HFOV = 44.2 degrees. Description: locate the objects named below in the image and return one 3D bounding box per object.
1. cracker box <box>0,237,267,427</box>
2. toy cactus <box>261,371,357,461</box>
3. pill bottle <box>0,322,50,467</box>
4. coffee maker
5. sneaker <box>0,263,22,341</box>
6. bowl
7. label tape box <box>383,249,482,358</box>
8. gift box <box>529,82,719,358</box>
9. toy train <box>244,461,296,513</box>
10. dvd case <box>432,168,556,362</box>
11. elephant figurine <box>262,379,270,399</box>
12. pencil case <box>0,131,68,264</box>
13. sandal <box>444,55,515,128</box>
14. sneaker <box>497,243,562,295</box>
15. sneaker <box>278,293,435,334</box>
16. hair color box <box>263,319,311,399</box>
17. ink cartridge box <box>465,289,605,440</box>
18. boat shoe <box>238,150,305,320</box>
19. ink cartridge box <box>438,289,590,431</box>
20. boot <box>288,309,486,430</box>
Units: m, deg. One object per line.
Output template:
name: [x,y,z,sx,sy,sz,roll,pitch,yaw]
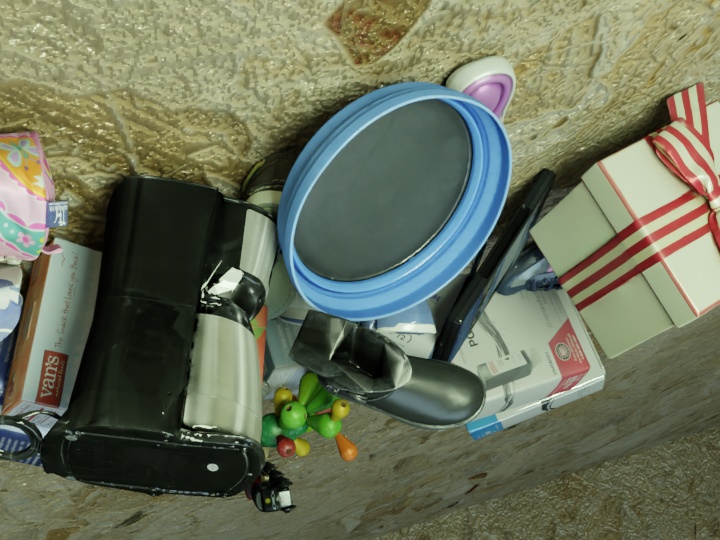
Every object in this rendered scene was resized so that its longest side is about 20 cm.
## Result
cracker box: [-0.177,0.071,0.729,0.198,0.136,0.057,21,147,-32]
toy cactus: [-0.084,0.179,0.947,0.164,0.103,0.200,-31,-179,-4]
pill bottle: [-0.271,0.109,0.756,0.198,0.112,0.111,19,140,-23]
coffee maker: [-0.151,0.039,0.625,0.191,0.202,0.134,24,139,-32]
sneaker: [-0.280,0.056,0.604,0.080,0.117,0.198,-11,-170,-38]
bowl: [0.026,-0.052,0.682,0.199,0.039,0.202,-22,136,-22]
label tape box: [0.067,0.047,0.951,0.202,0.065,0.143,-66,172,3]
gift box: [0.304,-0.051,0.862,0.199,0.185,0.187,-32,171,-21]
toy train: [-0.105,0.236,0.965,0.045,0.035,0.200,-7,176,-13]
dvd case: [0.134,0.005,0.908,0.201,0.017,0.143,-54,166,-25]
elephant figurine: [-0.160,0.102,0.894,0.201,0.141,0.155,-54,-179,37]
pencil case: [-0.286,-0.038,0.540,0.198,0.088,0.088,-7,153,-27]
sandal: [0.095,-0.101,0.757,0.081,0.050,0.203,-19,156,-3]
sneaker: [0.256,-0.001,1.064,0.198,0.083,0.070,-24,157,8]
sneaker: [0.000,0.000,0.848,0.080,0.117,0.198,10,173,-39]
hair color box: [-0.031,0.094,1.061,0.198,0.061,0.099,-7,153,-27]
ink cartridge box: [0.219,0.128,1.228,0.198,0.146,0.084,-22,158,5]
boat shoe: [-0.081,-0.022,0.765,0.071,0.061,0.202,13,147,-11]
ink cartridge box: [0.166,0.100,1.124,0.198,0.147,0.085,-15,158,-13]
boot: [0.032,0.087,0.746,0.163,0.067,0.200,8,165,5]
